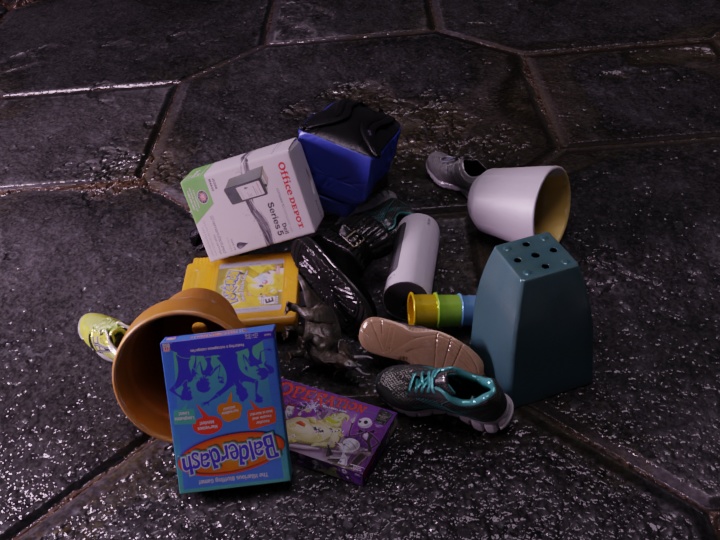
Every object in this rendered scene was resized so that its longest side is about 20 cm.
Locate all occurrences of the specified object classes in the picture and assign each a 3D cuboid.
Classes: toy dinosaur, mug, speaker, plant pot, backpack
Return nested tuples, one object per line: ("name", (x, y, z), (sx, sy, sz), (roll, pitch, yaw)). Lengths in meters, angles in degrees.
("toy dinosaur", (-0.065, 0.096, 1.301), (0.100, 0.078, 0.202), (7, 39, -30))
("mug", (0.283, -0.109, 1.521), (0.151, 0.186, 0.152), (12, 71, 36))
("speaker", (0.089, -0.009, 1.430), (0.079, 0.082, 0.202), (2, 38, 10))
("plant pot", (0.245, 0.060, 1.215), (0.139, 0.203, 0.142), (-15, 37, -12))
("backpack", (-0.027, -0.208, 1.511), (0.160, 0.170, 0.201), (25, 37, 6))
("plant pot", (-0.244, 0.116, 1.232), (0.196, 0.204, 0.184), (-7, 21, -2))

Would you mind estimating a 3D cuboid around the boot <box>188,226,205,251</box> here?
("boot", (-0.200, -0.078, 1.562), (0.196, 0.078, 0.168), (7, 34, 28))

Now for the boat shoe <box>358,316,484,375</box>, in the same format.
("boat shoe", (0.095, 0.118, 1.272), (0.196, 0.073, 0.065), (16, 6, 18))

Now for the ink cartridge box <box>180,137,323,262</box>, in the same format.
("ink cartridge box", (-0.178, -0.118, 1.417), (0.196, 0.148, 0.084), (-15, 19, 13))

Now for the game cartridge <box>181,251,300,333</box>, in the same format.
("game cartridge", (-0.197, 0.036, 1.396), (0.195, 0.033, 0.178), (-3, 40, 0))

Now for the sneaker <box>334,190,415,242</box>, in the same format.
("sneaker", (0.026, -0.077, 1.539), (0.090, 0.079, 0.199), (29, 50, 31))

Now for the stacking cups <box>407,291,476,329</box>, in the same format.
("stacking cups", (0.174, 0.062, 1.325), (0.195, 0.061, 0.061), (-1, 36, -6))

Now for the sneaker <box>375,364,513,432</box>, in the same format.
("sneaker", (0.112, 0.159, 1.167), (0.196, 0.092, 0.079), (7, 61, 19))

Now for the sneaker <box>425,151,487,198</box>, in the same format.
("sneaker", (0.205, -0.200, 1.667), (0.074, 0.083, 0.199), (-27, 42, -27))

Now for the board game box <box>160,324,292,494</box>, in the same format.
("board game box", (-0.174, 0.182, 1.115), (0.149, 0.205, 0.045), (-7, 7, -1))

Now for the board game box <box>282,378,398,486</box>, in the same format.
("board game box", (-0.059, 0.221, 1.189), (0.196, 0.033, 0.120), (12, 36, 23))

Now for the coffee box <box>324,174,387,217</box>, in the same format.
("coffee box", (-0.045, -0.192, 1.667), (0.198, 0.115, 0.079), (-29, 42, -28))

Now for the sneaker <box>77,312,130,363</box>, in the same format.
("sneaker", (-0.385, 0.106, 1.345), (0.198, 0.078, 0.075), (25, 48, 37))

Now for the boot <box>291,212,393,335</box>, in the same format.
("boot", (0.000, -0.002, 1.399), (0.156, 0.080, 0.212), (-20, 62, -36))

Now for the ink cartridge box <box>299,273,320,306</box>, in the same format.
("ink cartridge box", (-0.133, 0.028, 1.452), (0.196, 0.038, 0.095), (-12, 37, -11))
